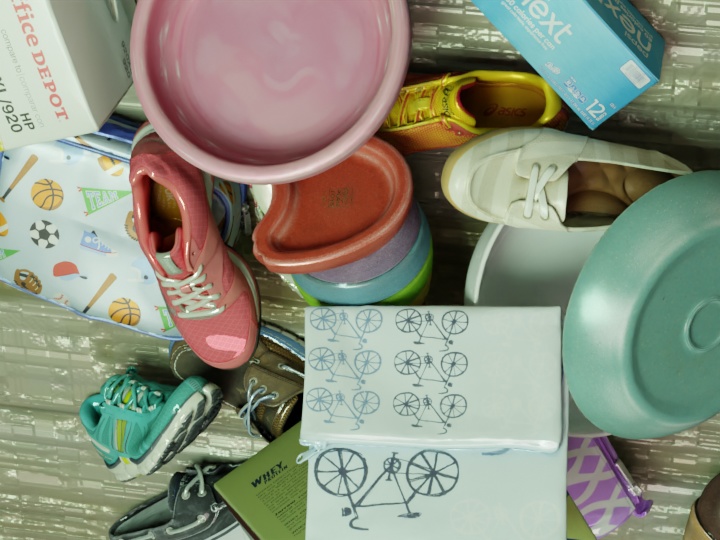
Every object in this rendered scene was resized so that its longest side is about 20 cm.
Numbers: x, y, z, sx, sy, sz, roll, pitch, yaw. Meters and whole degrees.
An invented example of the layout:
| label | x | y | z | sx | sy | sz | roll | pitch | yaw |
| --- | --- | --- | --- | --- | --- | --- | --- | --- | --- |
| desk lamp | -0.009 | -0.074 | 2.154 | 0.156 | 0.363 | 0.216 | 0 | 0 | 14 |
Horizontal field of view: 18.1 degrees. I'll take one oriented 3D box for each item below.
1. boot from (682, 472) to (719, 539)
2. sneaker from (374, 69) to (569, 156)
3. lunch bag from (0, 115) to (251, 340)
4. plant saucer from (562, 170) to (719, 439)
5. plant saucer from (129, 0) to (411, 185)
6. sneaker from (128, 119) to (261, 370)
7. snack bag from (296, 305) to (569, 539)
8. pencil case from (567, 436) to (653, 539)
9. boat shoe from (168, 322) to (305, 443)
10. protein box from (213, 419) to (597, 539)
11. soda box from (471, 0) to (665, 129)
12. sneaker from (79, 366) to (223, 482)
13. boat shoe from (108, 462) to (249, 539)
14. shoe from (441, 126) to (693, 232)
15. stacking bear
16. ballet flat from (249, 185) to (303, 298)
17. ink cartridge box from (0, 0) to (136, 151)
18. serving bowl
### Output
| label | x | y | z | sx | sy | sz | roll | pitch | yaw |
| --- | --- | --- | --- | --- | --- | --- | --- | --- | --- |
| boot | 0.357 | 0.211 | 1.746 | 0.199 | 0.072 | 0.167 | 27 | 125 | 1 |
| sneaker | 0.048 | -0.118 | 1.612 | 0.199 | 0.077 | 0.073 | -6 | 75 | 9 |
| lunch bag | -0.184 | -0.042 | 1.726 | 0.199 | 0.076 | 0.161 | 17 | 118 | 2 |
| plant saucer | 0.228 | 0.031 | 1.546 | 0.199 | 0.036 | 0.201 | -15 | 119 | -28 |
| plant saucer | -0.060 | -0.156 | 1.568 | 0.200 | 0.051 | 0.201 | -2 | 82 | 12 |
| sneaker | -0.132 | -0.008 | 1.643 | 0.073 | 0.087 | 0.201 | -11 | 111 | 17 |
| snack bag | 0.049 | 0.119 | 1.539 | 0.188 | 0.201 | 0.021 | 1 | 160 | 5 |
| pencil case | 0.148 | 0.119 | 1.734 | 0.085 | 0.084 | 0.200 | -13 | 118 | 38 |
| boat shoe | -0.061 | 0.096 | 1.779 | 0.199 | 0.072 | 0.072 | 15 | 125 | 5 |
| protein box | 0.028 | 0.178 | 1.657 | 0.198 | 0.200 | 0.135 | -36 | 109 | -9 |
| soda box | 0.122 | -0.197 | 1.558 | 0.064 | 0.068 | 0.200 | -36 | 107 | 28 |
| sneaker | -0.174 | 0.116 | 1.787 | 0.080 | 0.077 | 0.200 | 52 | 150 | -6 |
| boat shoe | -0.129 | 0.192 | 1.862 | 0.200 | 0.072 | 0.068 | -30 | 111 | 35 |
| shoe | 0.152 | -0.062 | 1.565 | 0.199 | 0.053 | 0.070 | 1 | 99 | -24 |
| stacking bear | 0.000 | 0.000 | 1.638 | 0.113 | 0.122 | 0.200 | -4 | 145 | 10 |
| ballet flat | -0.054 | -0.040 | 1.694 | 0.075 | 0.064 | 0.200 | -10 | 122 | 20 |
| ink cartridge box | -0.278 | -0.175 | 1.625 | 0.199 | 0.145 | 0.148 | -10 | 117 | 18 |
| serving bowl | 0.159 | 0.017 | 1.644 | 0.199 | 0.066 | 0.201 | -3 | 99 | -22 |
